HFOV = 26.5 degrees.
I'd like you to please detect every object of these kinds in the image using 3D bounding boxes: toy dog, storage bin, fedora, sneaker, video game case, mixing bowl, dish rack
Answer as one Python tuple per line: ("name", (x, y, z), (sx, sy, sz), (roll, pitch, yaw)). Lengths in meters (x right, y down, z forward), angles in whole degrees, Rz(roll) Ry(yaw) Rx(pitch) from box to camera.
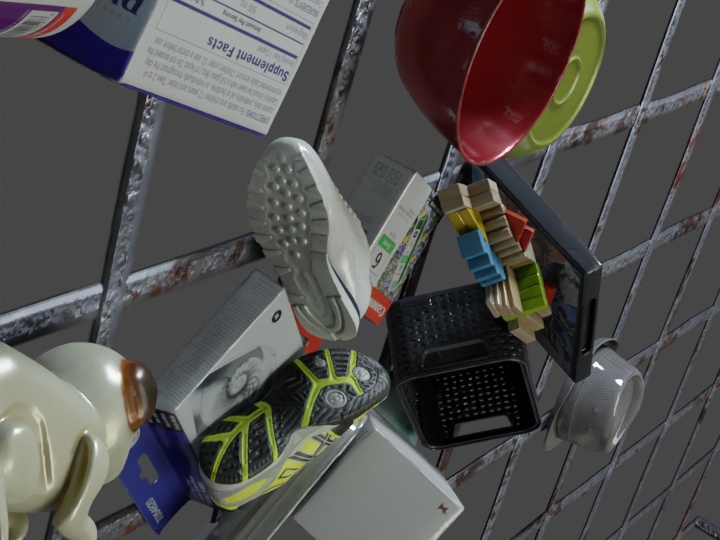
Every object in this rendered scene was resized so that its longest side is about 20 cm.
("toy dog", (-0.232, 0.104, 1.033), (0.200, 0.139, 0.195), (-4, 83, -59))
("storage bin", (0.110, 0.103, 1.612), (0.200, 0.134, 0.094), (66, 14, -59))
("fedora", (0.354, 0.199, 2.250), (0.177, 0.090, 0.201), (-24, 136, -52))
("sneaker", (-0.037, -0.037, 1.286), (0.081, 0.076, 0.201), (-57, 144, -40))
("video game case", (0.177, -0.007, 1.584), (0.025, 0.200, 0.181), (-26, 143, -17))
("sneaker", (-0.060, 0.136, 1.330), (0.199, 0.075, 0.077), (-28, 150, -28))
("mixing bowl", (0.100, -0.205, 1.333), (0.200, 0.108, 0.201), (-42, 149, -33))
("dish rack", (-0.085, 0.206, 1.425), (0.200, 0.044, 0.172), (-50, -176, -23))

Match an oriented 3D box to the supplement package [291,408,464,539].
("supplement package", (0.010, 0.215, 1.476), (0.117, 0.117, 0.200), (-46, -175, -1))

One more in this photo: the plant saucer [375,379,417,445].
("plant saucer", (0.014, 0.217, 1.691), (0.201, 0.039, 0.202), (-42, 149, -33))

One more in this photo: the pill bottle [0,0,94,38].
("pill bottle", (-0.222, -0.174, 0.754), (0.200, 0.112, 0.113), (-10, 125, -59))

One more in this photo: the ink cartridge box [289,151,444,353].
("ink cartridge box", (0.000, 0.000, 1.425), (0.201, 0.050, 0.109), (-60, 155, -4))

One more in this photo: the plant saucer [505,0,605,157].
("plant saucer", (0.209, -0.206, 1.627), (0.200, 0.031, 0.201), (-43, 150, -32))

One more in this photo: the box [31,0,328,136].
("box", (-0.098, -0.207, 0.961), (0.201, 0.105, 0.184), (-64, 155, 6))

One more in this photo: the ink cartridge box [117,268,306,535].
("ink cartridge box", (-0.123, 0.127, 1.325), (0.200, 0.040, 0.200), (-48, 152, -19))

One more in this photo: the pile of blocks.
("pile of blocks", (0.145, -0.010, 1.468), (0.200, 0.062, 0.082), (53, 27, -36))
